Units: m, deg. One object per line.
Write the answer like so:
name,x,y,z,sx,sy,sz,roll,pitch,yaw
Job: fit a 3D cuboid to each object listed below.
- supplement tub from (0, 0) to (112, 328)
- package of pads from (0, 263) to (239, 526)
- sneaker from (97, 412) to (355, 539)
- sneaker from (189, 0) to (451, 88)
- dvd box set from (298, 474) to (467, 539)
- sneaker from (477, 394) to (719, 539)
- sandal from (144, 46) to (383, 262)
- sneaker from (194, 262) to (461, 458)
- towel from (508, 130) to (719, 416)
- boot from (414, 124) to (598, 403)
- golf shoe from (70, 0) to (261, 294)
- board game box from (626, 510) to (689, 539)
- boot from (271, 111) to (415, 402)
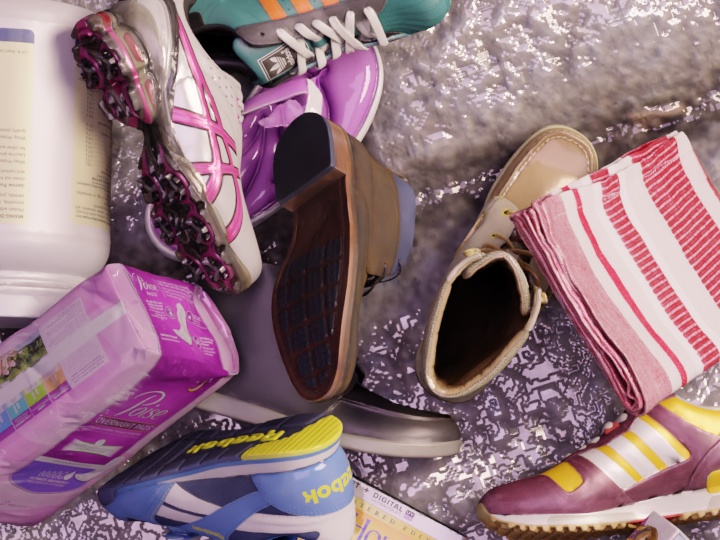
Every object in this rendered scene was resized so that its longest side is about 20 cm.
supplement tub,-0.232,-0.066,1.284,0.145,0.145,0.201,0,85,2
package of pads,-0.184,0.083,1.253,0.200,0.120,0.076,-36,67,18
sneaker,-0.086,0.146,1.262,0.200,0.074,0.082,-10,108,39
sneaker,-0.038,-0.156,1.300,0.199,0.071,0.080,-3,55,19
dvd box set,-0.038,0.229,1.307,0.146,0.029,0.200,28,87,4
sneaker,0.170,0.122,1.287,0.199,0.075,0.090,-6,77,-5
sandal,-0.059,-0.082,1.326,0.082,0.050,0.203,42,86,3
sneaker,-0.023,0.057,1.299,0.199,0.075,0.107,14,88,4
towel,0.189,-0.004,1.256,0.023,0.200,0.144,-35,84,42
boot,0.096,-0.007,1.260,0.072,0.155,0.200,29,88,4
golf shoe,-0.100,-0.083,1.252,0.092,0.073,0.200,-31,108,-29
board game box,0.185,0.288,1.249,0.200,0.041,0.200,-46,111,-3
boot,0.000,0.000,1.266,0.075,0.097,0.200,-26,53,38
